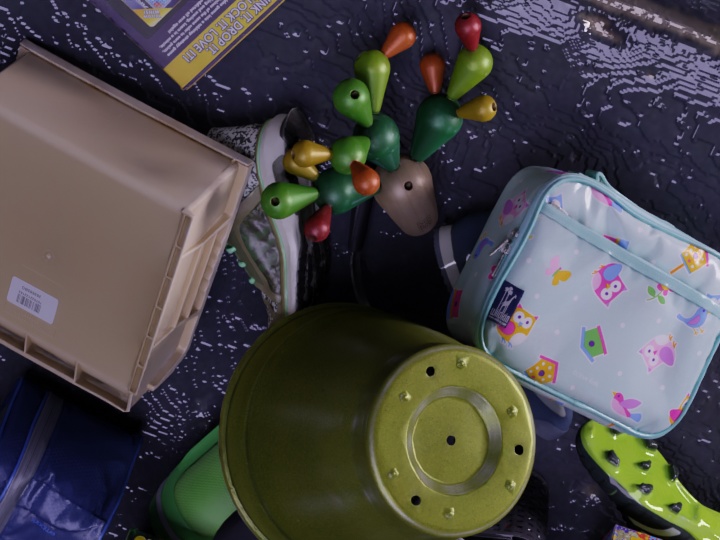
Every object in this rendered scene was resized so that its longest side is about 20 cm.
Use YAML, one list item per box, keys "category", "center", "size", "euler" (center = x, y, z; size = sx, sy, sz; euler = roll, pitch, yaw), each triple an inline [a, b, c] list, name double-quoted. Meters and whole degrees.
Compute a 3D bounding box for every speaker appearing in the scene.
- category: "speaker"
  center: [-0.081, 0.155, 1.678]
  size: [0.088, 0.089, 0.200]
  euler: [41, 118, -15]

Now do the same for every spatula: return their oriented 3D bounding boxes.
- category: "spatula"
  center: [0.000, 0.000, 1.596]
  size: [0.020, 0.056, 0.202]
  euler: [14, 115, 28]

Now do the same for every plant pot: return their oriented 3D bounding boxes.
- category: "plant pot"
  center: [0.024, 0.119, 1.482]
  size: [0.200, 0.201, 0.193]
  euler: [41, 162, -16]

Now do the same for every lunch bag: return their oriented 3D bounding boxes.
- category: "lunch bag"
  center: [0.171, 0.019, 1.525]
  size: [0.199, 0.077, 0.161]
  euler: [27, 93, -22]
- category: "lunch bag"
  center: [-0.281, 0.195, 1.701]
  size: [0.132, 0.136, 0.201]
  euler: [29, 122, -9]

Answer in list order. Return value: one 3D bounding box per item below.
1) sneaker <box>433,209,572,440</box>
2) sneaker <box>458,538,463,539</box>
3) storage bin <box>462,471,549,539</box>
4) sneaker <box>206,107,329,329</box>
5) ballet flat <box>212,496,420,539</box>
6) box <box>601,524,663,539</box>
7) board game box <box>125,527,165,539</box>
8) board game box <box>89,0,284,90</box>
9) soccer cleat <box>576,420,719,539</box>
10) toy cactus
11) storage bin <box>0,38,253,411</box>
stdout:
- category: "sneaker"
  center: [0.130, 0.041, 1.587]
  size: [0.081, 0.070, 0.201]
  euler: [-22, 117, 18]
- category: "sneaker"
  center: [0.015, 0.257, 1.620]
  size: [0.198, 0.081, 0.076]
  euler: [-10, 117, 12]
- category: "storage bin"
  center: [0.051, 0.237, 1.702]
  size: [0.198, 0.094, 0.136]
  euler: [3, 121, 6]
- category: "sneaker"
  center: [-0.076, -0.030, 1.585]
  size: [0.088, 0.077, 0.202]
  euler: [7, 117, 20]
- category: "ballet flat"
  center: [-0.021, 0.175, 1.600]
  size: [0.198, 0.073, 0.074]
  euler: [-17, 122, -20]
- category: "box"
  center: [0.249, 0.316, 1.654]
  size: [0.191, 0.123, 0.200]
  euler: [18, 152, -3]
- category: "board game box"
  center: [-0.155, 0.262, 1.726]
  size: [0.104, 0.024, 0.200]
  euler: [23, 156, -4]
- category: "board game box"
  center: [-0.111, -0.251, 1.459]
  size: [0.200, 0.057, 0.165]
  euler: [-38, 111, 25]
- category: "soccer cleat"
  center: [0.236, 0.196, 1.661]
  size: [0.200, 0.068, 0.081]
  euler: [39, 131, -15]
- category: "toy cactus"
  center: [0.027, -0.082, 1.509]
  size: [0.200, 0.102, 0.165]
  euler: [-45, 143, -11]
- category: "storage bin"
  center: [-0.210, -0.029, 1.553]
  size: [0.199, 0.094, 0.200]
  euler: [28, 124, 9]
